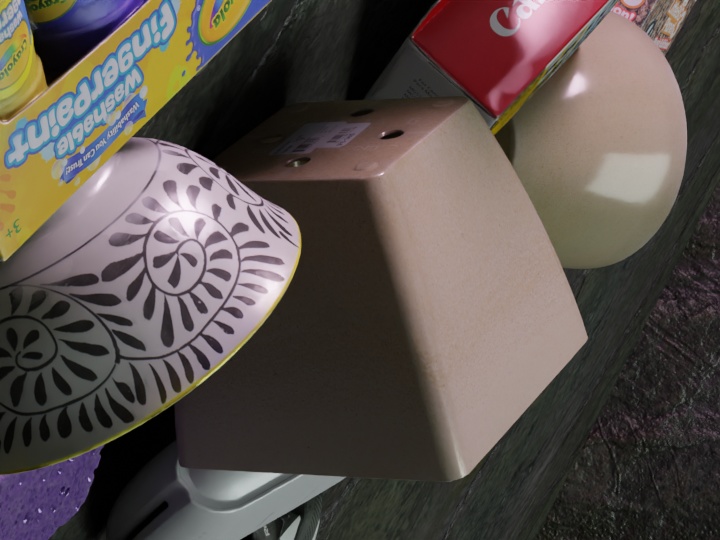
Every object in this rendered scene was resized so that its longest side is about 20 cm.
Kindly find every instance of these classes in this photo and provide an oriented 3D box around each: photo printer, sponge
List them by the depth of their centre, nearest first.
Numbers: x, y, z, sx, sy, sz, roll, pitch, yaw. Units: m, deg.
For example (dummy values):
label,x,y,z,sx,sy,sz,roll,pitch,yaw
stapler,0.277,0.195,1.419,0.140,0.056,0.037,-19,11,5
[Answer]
label,x,y,z,sx,sy,sz,roll,pitch,yaw
sponge,-0.208,0.135,1.388,0.200,0.030,0.112,-42,158,-53
photo printer,-0.073,0.132,1.626,0.200,0.070,0.166,-27,170,-32

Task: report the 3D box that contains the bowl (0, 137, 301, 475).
label,x,y,z,sx,sy,sz,roll,pitch,yaw
bowl,-0.137,-0.004,1.152,0.201,0.200,0.094,-51,120,-35

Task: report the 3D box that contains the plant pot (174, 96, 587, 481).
label,x,y,z,sx,sy,sz,roll,pitch,yaw
plant pot,0.000,0.000,1.483,0.200,0.199,0.178,-42,126,-52

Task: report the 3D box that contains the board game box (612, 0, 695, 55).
label,x,y,z,sx,sy,sz,roll,pitch,yaw
board game box,0.188,-0.188,2.005,0.201,0.097,0.159,-61,166,2

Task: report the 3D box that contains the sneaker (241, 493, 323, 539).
label,x,y,z,sx,sy,sz,roll,pitch,yaw
sneaker,-0.083,0.210,1.904,0.200,0.066,0.091,-44,161,-44

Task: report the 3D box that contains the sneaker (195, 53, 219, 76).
label,x,y,z,sx,sy,sz,roll,pitch,yaw
sneaker,-0.116,-0.119,1.104,0.200,0.078,0.090,-52,161,-30

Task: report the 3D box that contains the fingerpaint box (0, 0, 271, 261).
label,x,y,z,sx,sy,sz,roll,pitch,yaw
fingerpaint box,-0.123,-0.132,0.958,0.200,0.073,0.167,-48,143,-39

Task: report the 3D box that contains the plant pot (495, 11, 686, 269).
label,x,y,z,sx,sy,sz,roll,pitch,yaw
plant pot,0.123,-0.098,1.821,0.134,0.200,0.201,-4,126,-46

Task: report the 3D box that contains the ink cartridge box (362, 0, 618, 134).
label,x,y,z,sx,sy,sz,roll,pitch,yaw
ink cartridge box,0.102,-0.166,1.653,0.200,0.084,0.176,-47,178,-31
